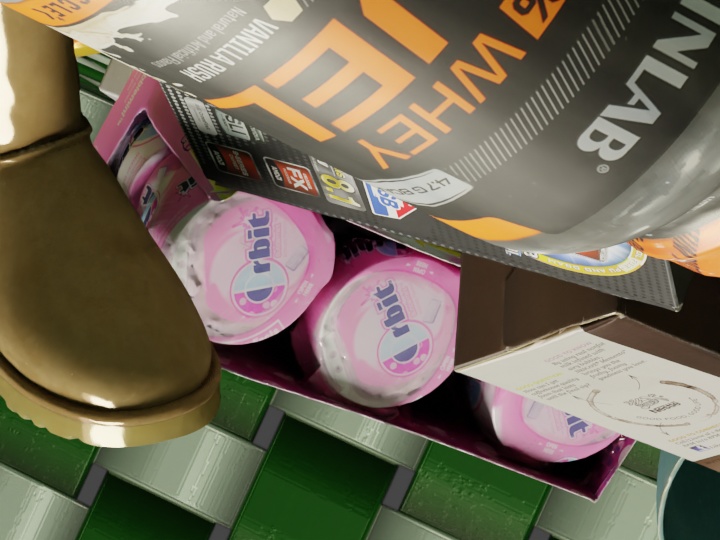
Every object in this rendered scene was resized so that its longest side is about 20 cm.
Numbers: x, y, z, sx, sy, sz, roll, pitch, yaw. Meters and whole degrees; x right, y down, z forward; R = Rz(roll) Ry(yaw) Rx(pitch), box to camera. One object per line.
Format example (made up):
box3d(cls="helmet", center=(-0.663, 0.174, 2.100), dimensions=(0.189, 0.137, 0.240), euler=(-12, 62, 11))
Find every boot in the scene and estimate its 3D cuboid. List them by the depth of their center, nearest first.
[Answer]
box3d(cls="boot", center=(-0.100, -0.069, 0.826), dimensions=(0.066, 0.200, 0.175), euler=(-20, -139, -27))

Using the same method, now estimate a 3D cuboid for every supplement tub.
box3d(cls="supplement tub", center=(0.007, -0.080, 0.511), dimensions=(0.200, 0.123, 0.122), euler=(25, 178, -24))

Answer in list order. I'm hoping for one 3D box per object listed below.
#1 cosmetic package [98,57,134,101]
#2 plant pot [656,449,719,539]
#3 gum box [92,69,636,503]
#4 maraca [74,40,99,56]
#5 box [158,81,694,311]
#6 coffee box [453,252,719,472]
box3d(cls="cosmetic package", center=(-0.021, -0.084, 1.120), dimensions=(0.090, 0.107, 0.200), euler=(23, 176, 18))
box3d(cls="plant pot", center=(0.245, 0.076, 1.435), dimensions=(0.200, 0.200, 0.135), euler=(25, -144, -22))
box3d(cls="gum box", center=(0.000, 0.000, 0.976), dimensions=(0.200, 0.066, 0.114), euler=(22, -164, -30))
box3d(cls="maraca", center=(-0.132, -0.139, 0.958), dimensions=(0.137, 0.107, 0.200), euler=(25, 179, 45))
box3d(cls="box", center=(0.012, -0.070, 0.773), dimensions=(0.160, 0.044, 0.200), euler=(16, 157, 19))
box3d(cls="coffee box", center=(0.132, 0.002, 0.941), dimensions=(0.200, 0.113, 0.080), euler=(21, 153, -35))
